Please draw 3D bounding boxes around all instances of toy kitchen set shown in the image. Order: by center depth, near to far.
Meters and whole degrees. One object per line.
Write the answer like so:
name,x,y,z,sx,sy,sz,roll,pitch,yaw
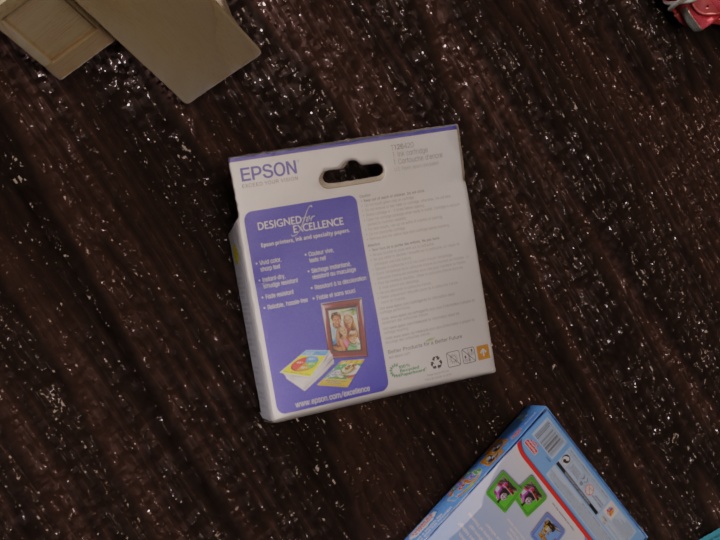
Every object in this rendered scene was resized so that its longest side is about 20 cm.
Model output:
toy kitchen set,-0.157,-0.248,0.892,0.199,0.181,0.163,-32,144,11

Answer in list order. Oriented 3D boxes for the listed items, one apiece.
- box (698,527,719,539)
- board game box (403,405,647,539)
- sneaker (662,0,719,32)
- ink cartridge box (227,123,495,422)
box,0.352,0.266,1.082,0.198,0.049,0.083,-21,95,-22
board game box,0.124,0.235,0.996,0.200,0.037,0.152,-43,103,-19
sneaker,0.290,-0.258,1.066,0.198,0.074,0.088,12,85,-22
ink cartridge box,0.000,0.000,0.952,0.196,0.047,0.202,-10,90,-21
